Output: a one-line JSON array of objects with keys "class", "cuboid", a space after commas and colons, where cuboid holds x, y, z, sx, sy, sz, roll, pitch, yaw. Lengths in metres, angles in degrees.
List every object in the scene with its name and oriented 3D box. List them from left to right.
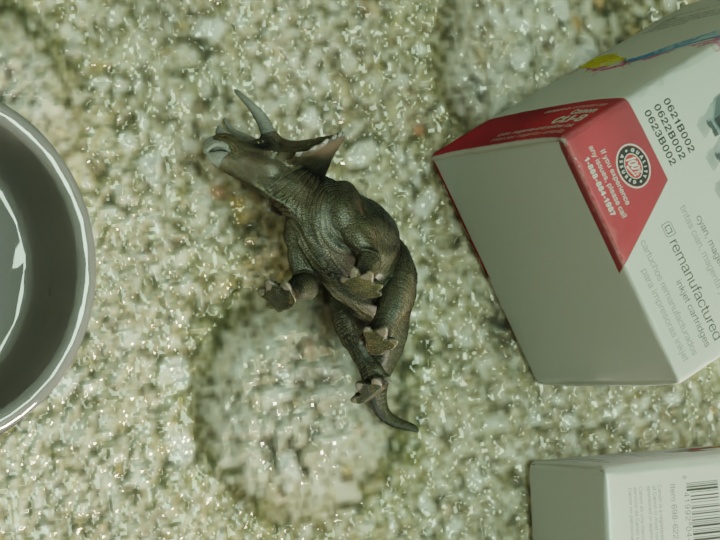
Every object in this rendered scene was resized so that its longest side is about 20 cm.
[{"class": "dog bowl", "cuboid": [-0.217, -0.001, 1.386, 0.200, 0.059, 0.201, 1, 88, -27]}, {"class": "toy dinosaur", "cuboid": [0.000, 0.000, 1.483, 0.200, 0.077, 0.102, 49, 35, -31]}, {"class": "ink cartridge box", "cuboid": [0.174, -0.048, 1.537, 0.200, 0.145, 0.146, -32, 102, -25]}, {"class": "ink cartridge box", "cuboid": [0.199, 0.169, 1.574, 0.200, 0.083, 0.146, -3, 89, -27]}]
